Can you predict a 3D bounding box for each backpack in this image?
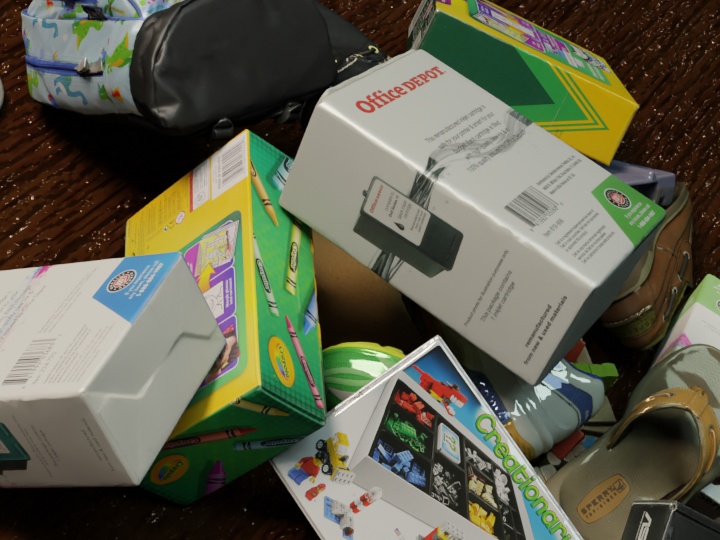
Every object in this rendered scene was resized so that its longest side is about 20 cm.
[{"bbox_3d":[-0.144,-0.155,0.934,0.162,0.199,0.155,-23,101,-41],"label":"backpack"}]

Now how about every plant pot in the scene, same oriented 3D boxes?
[{"bbox_3d":[0.000,0.000,0.979,0.198,0.028,0.201,15,47,-16],"label":"plant pot"}]

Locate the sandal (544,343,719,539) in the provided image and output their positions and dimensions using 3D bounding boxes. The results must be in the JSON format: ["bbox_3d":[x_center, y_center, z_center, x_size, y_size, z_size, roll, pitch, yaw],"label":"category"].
[{"bbox_3d":[0.190,0.111,0.871,0.199,0.054,0.080,-34,73,-34],"label":"sandal"}]

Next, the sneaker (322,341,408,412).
[{"bbox_3d":[0.036,0.124,0.856,0.200,0.074,0.083,45,42,14],"label":"sneaker"}]

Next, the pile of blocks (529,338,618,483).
[{"bbox_3d":[0.147,0.106,0.937,0.081,0.062,0.201,21,46,-9],"label":"pile of blocks"}]

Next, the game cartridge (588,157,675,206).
[{"bbox_3d":[0.134,-0.068,1.037,0.129,0.039,0.199,23,22,38],"label":"game cartridge"}]

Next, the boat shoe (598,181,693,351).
[{"bbox_3d":[0.225,-0.003,1.078,0.068,0.072,0.200,58,38,-11],"label":"boat shoe"}]

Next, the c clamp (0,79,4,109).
[{"bbox_3d":[-0.336,-0.145,0.930,0.170,0.027,0.201,-15,61,-36],"label":"c clamp"}]

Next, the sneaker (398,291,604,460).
[{"bbox_3d":[0.087,0.028,0.912,0.088,0.075,0.201,-24,70,-11],"label":"sneaker"}]

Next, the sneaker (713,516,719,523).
[{"bbox_3d":[0.208,0.223,0.825,0.076,0.091,0.200,34,57,7],"label":"sneaker"}]

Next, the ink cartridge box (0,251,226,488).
[{"bbox_3d":[-0.189,0.057,0.759,0.068,0.198,0.117,65,35,-30],"label":"ink cartridge box"}]

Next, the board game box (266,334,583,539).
[{"bbox_3d":[0.052,0.156,0.797,0.126,0.035,0.201,-34,80,-7],"label":"board game box"}]

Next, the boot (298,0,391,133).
[{"bbox_3d":[-0.041,-0.158,1.039,0.153,0.074,0.203,37,21,10],"label":"boot"}]

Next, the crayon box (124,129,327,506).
[{"bbox_3d":[-0.088,0.026,0.838,0.058,0.118,0.201,32,38,-38],"label":"crayon box"}]

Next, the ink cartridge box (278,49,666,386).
[{"bbox_3d":[0.070,-0.040,0.849,0.199,0.083,0.146,36,33,14],"label":"ink cartridge box"}]

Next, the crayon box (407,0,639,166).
[{"bbox_3d":[0.125,-0.166,1.110,0.171,0.059,0.200,26,18,-6],"label":"crayon box"}]

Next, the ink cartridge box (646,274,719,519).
[{"bbox_3d":[0.259,0.109,0.987,0.117,0.068,0.200,34,45,4],"label":"ink cartridge box"}]

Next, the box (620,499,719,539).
[{"bbox_3d":[0.203,0.254,0.740,0.192,0.047,0.201,29,72,-20],"label":"box"}]
